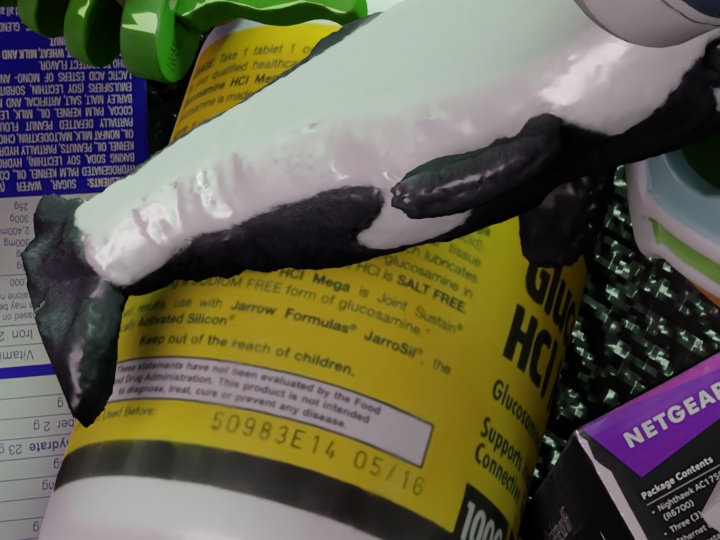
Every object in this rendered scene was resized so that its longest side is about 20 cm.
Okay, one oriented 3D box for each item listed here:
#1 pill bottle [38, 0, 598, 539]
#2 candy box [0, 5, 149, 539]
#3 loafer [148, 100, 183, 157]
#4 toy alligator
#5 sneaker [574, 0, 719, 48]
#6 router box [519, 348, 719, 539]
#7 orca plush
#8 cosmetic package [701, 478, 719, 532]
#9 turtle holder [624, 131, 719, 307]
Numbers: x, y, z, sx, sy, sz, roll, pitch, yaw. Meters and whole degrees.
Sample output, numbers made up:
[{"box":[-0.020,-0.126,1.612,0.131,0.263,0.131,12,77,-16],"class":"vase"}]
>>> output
[{"box":[0.000,0.000,0.748,0.112,0.112,0.200,5,66,27],"class":"pill bottle"},{"box":[-0.121,0.011,0.827,0.169,0.077,0.200,6,98,61],"class":"candy box"},{"box":[-0.027,0.053,0.836,0.071,0.073,0.200,-32,74,40],"class":"loafer"},{"box":[-0.088,-0.097,0.726,0.200,0.059,0.054,34,86,19],"class":"toy alligator"},{"box":[0.136,-0.125,0.553,0.146,0.202,0.077,-15,123,46],"class":"sneaker"},{"box":[0.097,0.103,0.700,0.051,0.200,0.149,-28,82,-6],"class":"router box"},{"box":[0.023,-0.015,0.656,0.200,0.105,0.071,-32,118,11],"class":"orca plush"},{"box":[0.182,0.054,0.569,0.200,0.108,0.085,32,65,0],"class":"cosmetic package"},{"box":[0.127,-0.060,0.683,0.132,0.141,0.186,-1,126,16],"class":"turtle holder"}]
